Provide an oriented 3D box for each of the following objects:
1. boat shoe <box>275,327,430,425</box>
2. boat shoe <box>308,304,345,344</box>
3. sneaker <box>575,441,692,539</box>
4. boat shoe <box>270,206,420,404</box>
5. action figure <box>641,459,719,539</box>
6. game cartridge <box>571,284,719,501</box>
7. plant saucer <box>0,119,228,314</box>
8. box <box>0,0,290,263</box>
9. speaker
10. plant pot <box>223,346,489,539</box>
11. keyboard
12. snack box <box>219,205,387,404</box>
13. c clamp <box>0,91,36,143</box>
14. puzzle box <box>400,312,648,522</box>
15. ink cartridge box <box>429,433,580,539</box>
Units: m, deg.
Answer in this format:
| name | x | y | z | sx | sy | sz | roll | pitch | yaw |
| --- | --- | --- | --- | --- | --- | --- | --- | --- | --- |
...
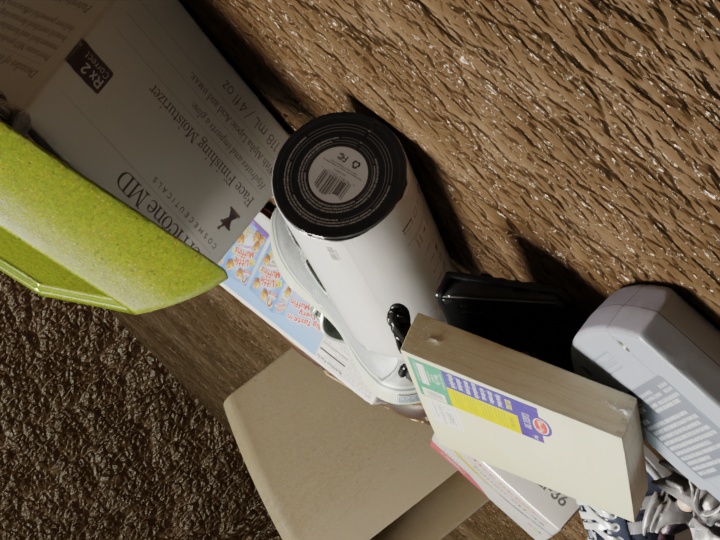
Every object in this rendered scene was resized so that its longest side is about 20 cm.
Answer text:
| name | x | y | z | sx | sy | sz | roll | pitch | yaw |
| --- | --- | --- | --- | --- | --- | --- | --- | --- | --- |
| boat shoe | 0.000 | 0.063 | 1.798 | 0.200 | 0.070 | 0.070 | 37 | 168 | 31 |
| boat shoe | -0.008 | 0.018 | 1.634 | 0.074 | 0.067 | 0.200 | 45 | 171 | -20 |
| sneaker | 0.165 | 0.172 | 1.481 | 0.200 | 0.109 | 0.070 | 47 | 169 | -28 |
| boat shoe | -0.001 | 0.001 | 1.513 | 0.201 | 0.070 | 0.072 | 54 | 153 | 40 |
| action figure | 0.236 | 0.185 | 1.375 | 0.130 | 0.069 | 0.200 | 46 | 172 | 44 |
| game cartridge | 0.172 | 0.066 | 1.183 | 0.133 | 0.041 | 0.200 | 38 | 171 | 2 |
| plant saucer | -0.209 | -0.032 | 1.390 | 0.200 | 0.048 | 0.199 | 34 | 166 | -31 |
| box | -0.179 | -0.112 | 1.493 | 0.200 | 0.131 | 0.199 | 25 | 162 | 46 |
| speaker | 0.008 | -0.017 | 1.355 | 0.081 | 0.081 | 0.200 | 38 | 171 | 23 |
| plant pot | -0.004 | 0.150 | 1.900 | 0.177 | 0.199 | 0.200 | 51 | 174 | 17 |
| keyboard | 0.076 | 0.044 | 1.340 | 0.126 | 0.021 | 0.200 | 3 | 158 | 14 |
| snack box | -0.039 | 0.021 | 1.762 | 0.200 | 0.072 | 0.024 | 37 | -159 | 31 |
| c clamp | -0.254 | -0.112 | 1.366 | 0.199 | 0.027 | 0.171 | 26 | 167 | 38 |
| puzzle box | 0.099 | 0.088 | 1.299 | 0.132 | 0.026 | 0.200 | 22 | 165 | 15 |
| ink cartridge box | 0.115 | 0.128 | 1.620 | 0.116 | 0.068 | 0.200 | 41 | 171 | 7 |
